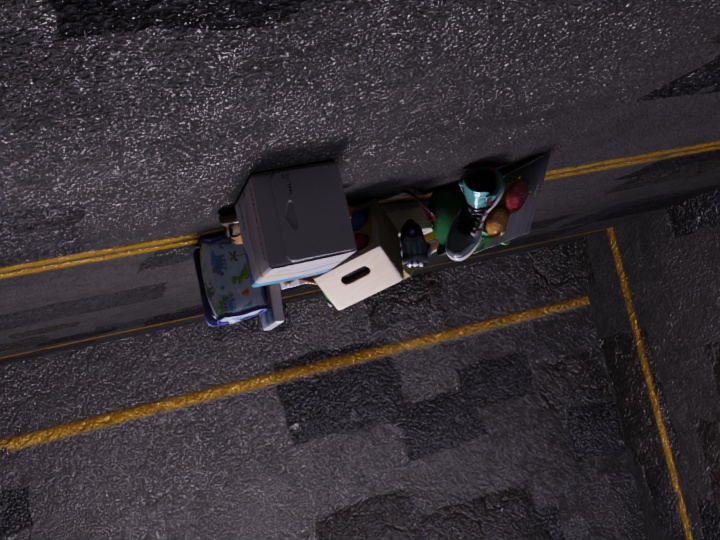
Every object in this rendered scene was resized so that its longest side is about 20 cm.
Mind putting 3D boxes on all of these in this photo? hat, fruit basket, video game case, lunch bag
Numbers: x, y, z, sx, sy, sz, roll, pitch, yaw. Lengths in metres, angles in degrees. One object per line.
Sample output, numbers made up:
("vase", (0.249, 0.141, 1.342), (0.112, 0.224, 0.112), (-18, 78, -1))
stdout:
("hat", (0.150, -0.149, 1.782), (0.174, 0.167, 0.200), (30, 156, -10))
("fruit basket", (0.317, -0.132, 1.731), (0.093, 0.188, 0.199), (29, 156, -23))
("video game case", (-0.192, 0.015, 1.711), (0.023, 0.204, 0.182), (-6, 173, -15))
("lunch bag", (-0.273, 0.020, 1.727), (0.125, 0.173, 0.200), (-11, 176, -13))

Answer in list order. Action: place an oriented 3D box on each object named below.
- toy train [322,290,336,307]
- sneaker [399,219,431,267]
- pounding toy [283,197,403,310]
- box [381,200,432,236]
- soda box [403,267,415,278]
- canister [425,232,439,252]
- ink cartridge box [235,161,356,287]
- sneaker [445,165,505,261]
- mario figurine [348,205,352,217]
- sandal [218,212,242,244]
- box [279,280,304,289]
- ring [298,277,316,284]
("toy train", (0.000, 0.000, 1.782), (0.200, 0.042, 0.057), (-43, 143, -11))
("sneaker", (0.114, -0.070, 1.749), (0.073, 0.089, 0.200), (-5, -167, 0))
("pounding toy", (-0.035, -0.029, 1.669), (0.198, 0.186, 0.143), (-25, 127, 17))
("box", (0.079, -0.109, 1.853), (0.198, 0.070, 0.082), (-10, 173, -41))
("soda box", (0.065, -0.011, 1.945), (0.068, 0.064, 0.199), (-56, -166, -24))
("canister", (0.160, -0.079, 2.032), (0.198, 0.088, 0.148), (-25, -179, -27))
("ink cartridge box", (-0.110, -0.070, 1.351), (0.143, 0.150, 0.200), (-11, 175, -17))
("sneaker", (0.221, -0.123, 1.639), (0.083, 0.202, 0.121), (24, 171, 22))
("mario figurine", (-0.108, -0.067, 1.554), (0.198, 0.107, 0.123), (-26, 124, 34))
("sandal", (-0.218, -0.073, 1.532), (0.080, 0.056, 0.200), (-12, 174, -13))
("box", (-0.107, -0.022, 2.074), (0.196, 0.042, 0.156), (-15, -158, 0))
("ring", (-0.119, -0.026, 1.834), (0.197, 0.019, 0.201), (19, -157, -8))
